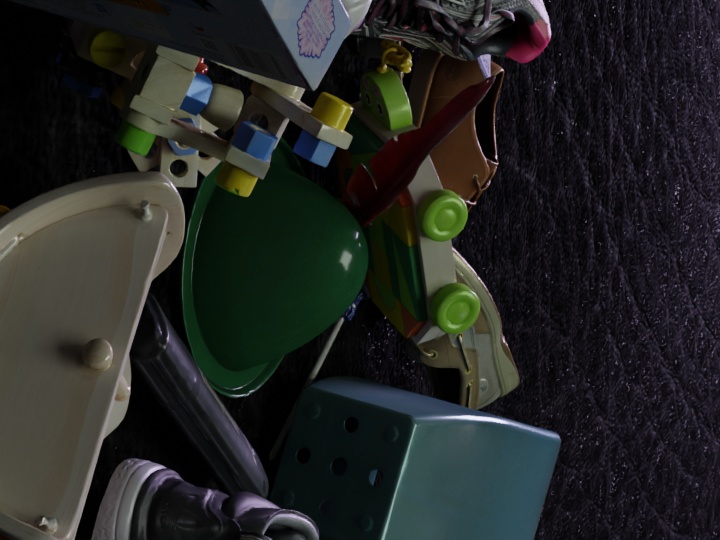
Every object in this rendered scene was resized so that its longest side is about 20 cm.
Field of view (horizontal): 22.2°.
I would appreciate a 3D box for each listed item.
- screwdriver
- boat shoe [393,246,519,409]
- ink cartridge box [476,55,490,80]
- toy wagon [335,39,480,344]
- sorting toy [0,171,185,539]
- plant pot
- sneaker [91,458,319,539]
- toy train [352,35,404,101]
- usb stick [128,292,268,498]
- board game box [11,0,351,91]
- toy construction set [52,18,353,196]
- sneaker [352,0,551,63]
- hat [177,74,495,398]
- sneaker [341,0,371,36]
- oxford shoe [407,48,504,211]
[{"bbox_3d":[-0.019,0.046,1.278,0.029,0.028,0.201,-38,-158,57],"label":"screwdriver"},{"bbox_3d":[0.063,0.044,1.355,0.066,0.074,0.201,-39,136,-11],"label":"boat shoe"},{"bbox_3d":[0.063,-0.264,1.296,0.200,0.040,0.202,61,32,-56],"label":"ink cartridge box"},{"bbox_3d":[0.022,-0.054,1.206,0.039,0.155,0.202,-20,122,-16],"label":"toy wagon"},{"bbox_3d":[-0.153,0.079,0.915,0.181,0.106,0.202,83,17,-56],"label":"sorting toy"},{"bbox_3d":[0.026,0.151,1.276,0.200,0.140,0.143,27,78,-61],"label":"plant pot"},{"bbox_3d":[-0.081,0.172,1.045,0.200,0.113,0.076,78,29,-67],"label":"sneaker"},{"bbox_3d":[0.014,-0.173,1.272,0.046,0.034,0.202,-57,148,-66],"label":"toy train"},{"bbox_3d":[-0.099,0.079,1.081,0.032,0.056,0.201,-33,143,-6],"label":"usb stick"},{"bbox_3d":[-0.122,-0.168,0.759,0.041,0.198,0.200,-61,151,-18],"label":"board game box"},{"bbox_3d":[-0.088,-0.093,0.920,0.093,0.130,0.200,-68,-162,-4],"label":"toy construction set"},{"bbox_3d":[0.044,-0.169,1.137,0.199,0.081,0.075,-9,63,-41],"label":"sneaker"},{"bbox_3d":[0.000,0.000,1.117,0.201,0.174,0.167,61,43,-54],"label":"hat"},{"bbox_3d":[-0.073,-0.181,0.915,0.075,0.200,0.099,-49,149,8],"label":"sneaker"},{"bbox_3d":[0.064,-0.064,1.369,0.071,0.071,0.202,-21,123,-65],"label":"oxford shoe"}]
